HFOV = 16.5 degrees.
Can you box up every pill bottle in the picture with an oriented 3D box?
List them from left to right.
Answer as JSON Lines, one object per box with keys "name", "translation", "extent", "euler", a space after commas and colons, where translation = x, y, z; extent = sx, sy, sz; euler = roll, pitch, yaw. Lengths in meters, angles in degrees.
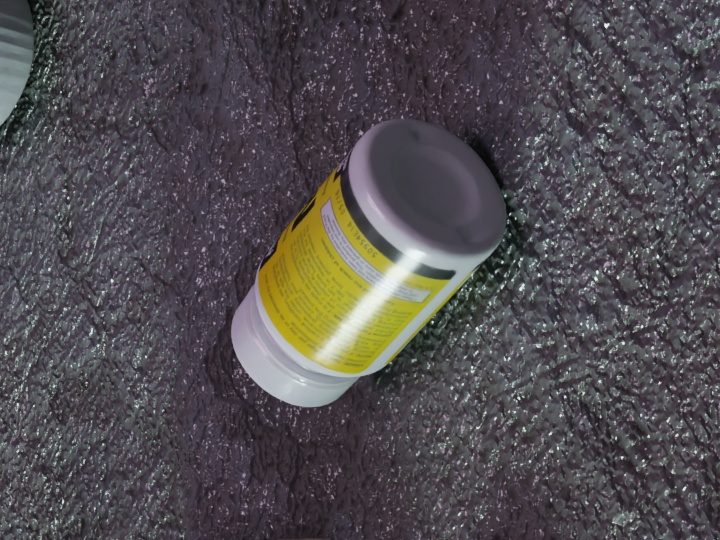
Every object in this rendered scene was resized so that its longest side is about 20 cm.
{"name": "pill bottle", "translation": [0.000, 0.000, 1.659], "extent": [0.200, 0.114, 0.114], "euler": [-49, 52, 42]}

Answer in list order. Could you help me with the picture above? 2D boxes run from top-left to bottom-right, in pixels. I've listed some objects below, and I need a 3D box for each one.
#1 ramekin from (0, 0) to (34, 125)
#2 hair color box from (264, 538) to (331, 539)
{"name": "ramekin", "translation": [-0.377, -0.196, 2.147], "extent": [0.200, 0.098, 0.201], "euler": [-3, 84, 30]}
{"name": "hair color box", "translation": [-0.117, 0.235, 1.823], "extent": [0.200, 0.109, 0.065], "euler": [-14, 77, 53]}
